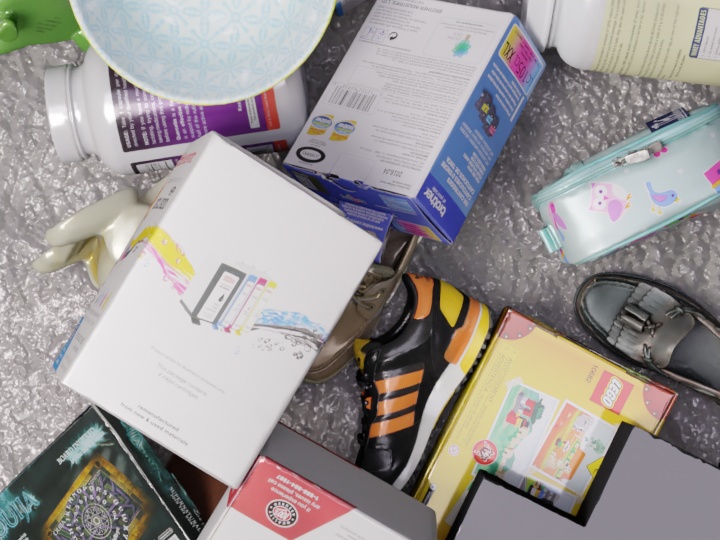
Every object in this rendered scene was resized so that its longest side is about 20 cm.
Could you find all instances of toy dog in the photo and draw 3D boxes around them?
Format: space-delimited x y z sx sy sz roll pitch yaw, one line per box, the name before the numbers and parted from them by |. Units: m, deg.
toy dog | -0.142 0.034 1.405 0.193 0.139 0.201 -29 88 -29

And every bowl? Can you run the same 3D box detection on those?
bowl | -0.110 -0.231 1.312 0.199 0.108 0.201 1 109 2

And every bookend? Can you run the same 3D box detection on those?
bookend | 0.162 0.187 1.324 0.199 0.092 0.200 25 89 2

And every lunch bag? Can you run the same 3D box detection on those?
lunch bag | 0.206 -0.061 1.349 0.160 0.200 0.077 -23 87 3

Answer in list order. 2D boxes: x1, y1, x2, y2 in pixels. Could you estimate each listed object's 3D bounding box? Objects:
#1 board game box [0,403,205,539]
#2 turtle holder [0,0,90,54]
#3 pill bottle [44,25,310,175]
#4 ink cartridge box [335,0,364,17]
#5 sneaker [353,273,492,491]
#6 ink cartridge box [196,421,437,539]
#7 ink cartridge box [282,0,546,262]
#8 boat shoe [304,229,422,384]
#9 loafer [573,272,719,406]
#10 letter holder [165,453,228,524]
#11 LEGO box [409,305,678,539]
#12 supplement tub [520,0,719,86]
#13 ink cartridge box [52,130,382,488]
board game box | -0.214 0.201 1.386 0.200 0.028 0.136 -41 81 36
turtle holder | -0.242 -0.246 1.410 0.140 0.185 0.132 -11 72 -32
pill bottle | -0.143 -0.138 1.404 0.199 0.112 0.113 -8 89 1
ink cartridge box | -0.022 -0.324 1.395 0.125 0.129 0.201 -33 88 1
sneaker | 0.021 0.096 1.407 0.090 0.070 0.201 30 89 -13
ink cartridge box | -0.056 0.232 1.275 0.146 0.083 0.201 30 105 -6
ink cartridge box | 0.034 -0.106 1.364 0.136 0.076 0.201 17 70 39
boat shoe | 0.000 0.000 1.421 0.072 0.065 0.200 33 90 1
loafer | 0.263 0.061 1.414 0.199 0.063 0.072 30 90 2
letter holder | -0.120 0.244 1.415 0.100 0.142 0.201 25 93 -30
LEGO box | 0.137 0.149 1.409 0.148 0.077 0.201 28 91 1
supplement tub | 0.229 -0.221 1.377 0.199 0.145 0.146 7 90 1
ink cartridge box | -0.104 0.024 1.262 0.144 0.147 0.201 32 85 -11
